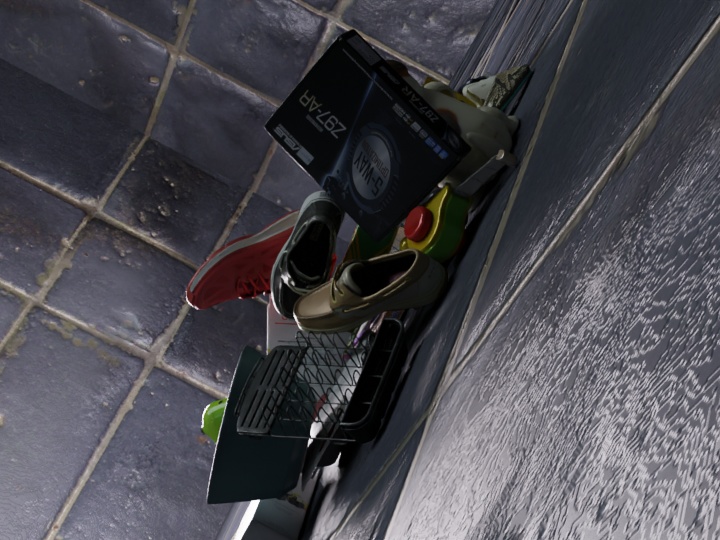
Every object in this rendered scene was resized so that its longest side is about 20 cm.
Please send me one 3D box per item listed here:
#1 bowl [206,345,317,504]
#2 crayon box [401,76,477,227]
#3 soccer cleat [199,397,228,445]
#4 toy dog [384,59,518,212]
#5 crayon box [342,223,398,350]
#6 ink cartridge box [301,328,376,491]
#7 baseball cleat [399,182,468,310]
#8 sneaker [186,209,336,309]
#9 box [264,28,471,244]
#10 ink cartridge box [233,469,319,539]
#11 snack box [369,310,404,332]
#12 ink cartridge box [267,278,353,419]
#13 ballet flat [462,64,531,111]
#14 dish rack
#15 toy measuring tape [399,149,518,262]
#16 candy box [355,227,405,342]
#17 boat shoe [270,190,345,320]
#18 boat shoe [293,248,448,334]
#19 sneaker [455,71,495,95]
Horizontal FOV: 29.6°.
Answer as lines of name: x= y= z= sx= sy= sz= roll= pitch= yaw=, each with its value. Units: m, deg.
bowl: x=-0.116 y=0.202 z=1.682 sx=0.201 sy=0.105 sz=0.201 roll=-166 pitch=90 yaw=-90
crayon box: x=0.099 y=-0.152 z=1.895 sx=0.200 sy=0.127 sz=0.051 roll=-61 pitch=3 yaw=-1
soccer cleat: x=-0.133 y=0.248 z=1.867 sx=0.081 sy=0.200 sz=0.068 roll=-27 pitch=28 yaw=33
toy dog: x=0.077 y=-0.167 z=1.663 sx=0.140 sy=0.200 sz=0.194 roll=-62 pitch=2 yaw=10
crayon box: x=0.000 y=0.000 z=1.724 sx=0.127 sy=0.051 sz=0.200 roll=116 pitch=175 yaw=-75
ink cartridge box: x=-0.013 y=0.176 z=1.691 sx=0.162 sy=0.050 sz=0.200 roll=-61 pitch=8 yaw=16
baseball cleat: x=0.082 y=-0.017 z=1.677 sx=0.200 sy=0.070 sz=0.107 roll=109 pitch=176 yaw=-57
sneaker: x=-0.120 y=0.012 z=1.761 sx=0.200 sy=0.116 sz=0.078 roll=-35 pitch=-26 yaw=-10
box: x=0.006 y=-0.156 z=1.595 sx=0.160 sy=0.200 sz=0.044 roll=-45 pitch=-1 yaw=33
ink cartridge box: x=-0.119 y=0.335 z=1.800 sx=0.115 sy=0.068 sz=0.200 roll=-61 pitch=3 yaw=21
snack box: x=0.027 y=0.088 z=1.931 sx=0.072 sy=0.024 sz=0.200 roll=-61 pitch=1 yaw=-31
ink cartridge box: x=-0.066 y=0.099 z=1.853 sx=0.068 sy=0.116 sz=0.200 roll=-72 pitch=-15 yaw=-75
ballet flat: x=0.156 y=-0.204 z=1.840 sx=0.200 sy=0.075 sz=0.068 roll=-62 pitch=2 yaw=-1
dish rack: x=-0.050 y=0.127 z=1.548 sx=0.055 sy=0.200 sz=0.154 roll=64 pitch=-143 yaw=-39
toy measuring tape: x=0.109 y=-0.061 z=1.552 sx=0.200 sy=0.074 sz=0.074 roll=-38 pitch=19 yaw=43
candy box: x=0.017 y=0.018 z=1.988 sx=0.200 sy=0.071 sz=0.168 roll=-52 pitch=-4 yaw=-38
boat shoe: x=-0.071 y=-0.005 z=1.673 sx=0.064 sy=0.071 sz=0.200 roll=-78 pitch=5 yaw=-50
boat shoe: x=0.001 y=0.017 z=1.579 sx=0.200 sy=0.066 sz=0.074 roll=-19 pitch=47 yaw=24
sneaker: x=0.146 y=-0.203 z=1.969 sx=0.199 sy=0.079 sz=0.130 roll=-53 pitch=-8 yaw=-13
